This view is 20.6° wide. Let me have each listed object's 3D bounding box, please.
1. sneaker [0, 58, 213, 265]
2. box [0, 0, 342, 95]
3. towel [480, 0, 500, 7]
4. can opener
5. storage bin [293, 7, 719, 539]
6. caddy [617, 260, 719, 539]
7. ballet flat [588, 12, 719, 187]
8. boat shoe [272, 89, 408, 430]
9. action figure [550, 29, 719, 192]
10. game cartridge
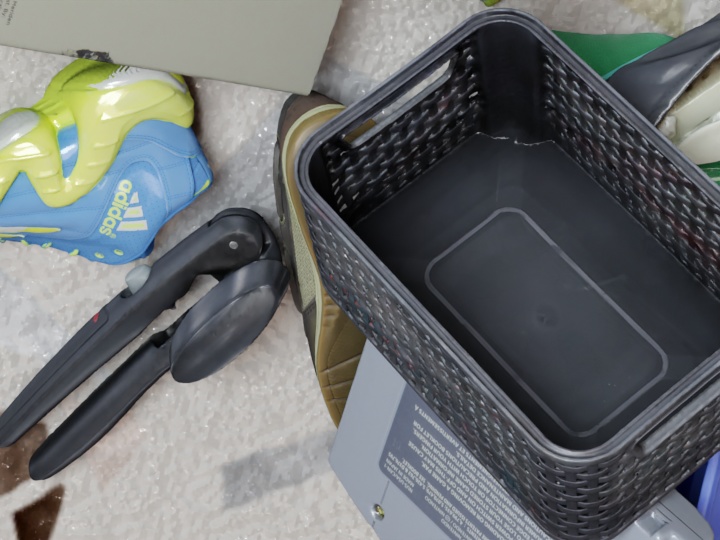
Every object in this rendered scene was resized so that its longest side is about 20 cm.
[{"bbox_3d":[-0.162,-0.031,0.984,0.199,0.076,0.105,-24,116,17],"label":"sneaker"},{"bbox_3d":[-0.109,-0.135,0.897,0.199,0.082,0.069,7,112,-37],"label":"box"},{"bbox_3d":[0.098,-0.237,0.944,0.200,0.023,0.144,-38,104,12],"label":"towel"},{"bbox_3d":[-0.116,0.039,1.013,0.199,0.079,0.064,-34,99,23],"label":"can opener"},{"bbox_3d":[0.079,0.001,0.865,0.135,0.094,0.200,-37,62,-13],"label":"storage bin"},{"bbox_3d":[0.128,0.089,0.969,0.104,0.141,0.202,-9,116,-41],"label":"caddy"},{"bbox_3d":[0.193,-0.100,0.898,0.199,0.073,0.073,-34,104,15],"label":"ballet flat"},{"bbox_3d":[0.000,0.000,0.998,0.073,0.065,0.202,-13,121,-8],"label":"boat shoe"},{"bbox_3d":[0.183,-0.070,0.970,0.198,0.055,0.119,-6,87,8],"label":"action figure"},{"bbox_3d":[0.069,0.112,0.936,0.200,0.041,0.134,42,136,29],"label":"game cartridge"}]
